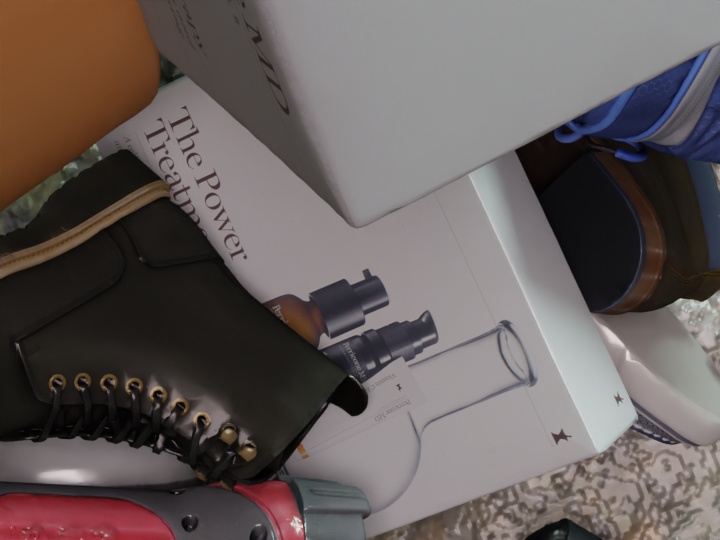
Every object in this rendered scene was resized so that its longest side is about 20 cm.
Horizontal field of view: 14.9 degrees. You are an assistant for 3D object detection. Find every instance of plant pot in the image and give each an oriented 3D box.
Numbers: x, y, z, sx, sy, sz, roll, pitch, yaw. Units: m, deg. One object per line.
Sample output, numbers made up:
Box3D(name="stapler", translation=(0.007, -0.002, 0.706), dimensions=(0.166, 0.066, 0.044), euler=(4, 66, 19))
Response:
Box3D(name="plant pot", translation=(-0.165, -0.102, 1.019), dimensions=(0.140, 0.200, 0.201), euler=(-24, 94, -16))

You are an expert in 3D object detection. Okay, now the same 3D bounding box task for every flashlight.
Box3D(name="flashlight", translation=(-0.096, 0.107, 1.042), dimensions=(0.199, 0.068, 0.068), euler=(5, 64, -23))

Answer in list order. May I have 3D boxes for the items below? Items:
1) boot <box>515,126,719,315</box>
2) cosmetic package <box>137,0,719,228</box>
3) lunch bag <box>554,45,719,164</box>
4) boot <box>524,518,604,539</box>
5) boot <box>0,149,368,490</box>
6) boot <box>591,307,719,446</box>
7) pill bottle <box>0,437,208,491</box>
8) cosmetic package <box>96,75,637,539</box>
Box3D(name="boot", translation=(0.084, -0.065, 1.152), dimensions=(0.075, 0.097, 0.200), euler=(-36, 65, 29))
Box3D(name="cosmetic package", translation=(0.007, -0.148, 0.880), dimensions=(0.166, 0.200, 0.168), euler=(-27, 118, -11))
Box3D(name="lunch bag", translation=(0.126, -0.133, 1.036), dimensions=(0.132, 0.136, 0.200), euler=(12, 112, -32))
Box3D(name="boot", translation=(0.150, 0.148, 1.153), dimensions=(0.168, 0.076, 0.200), euler=(30, 100, -6))
Box3D(name="boot", translation=(-0.097, 0.051, 1.016), dimensions=(0.138, 0.078, 0.200), euler=(41, 52, 7))
Box3D(name="boot", translation=(0.058, 0.025, 1.159), dimensions=(0.200, 0.073, 0.090), euler=(39, 115, -6))
Box3D(name="pill bottle", translation=(-0.120, 0.119, 1.134), dimensions=(0.113, 0.114, 0.201), euler=(2, 94, 0))
Box3D(name="cosmetic package", translation=(0.000, 0.000, 1.094), dimensions=(0.151, 0.052, 0.200), euler=(-24, 94, 28))
